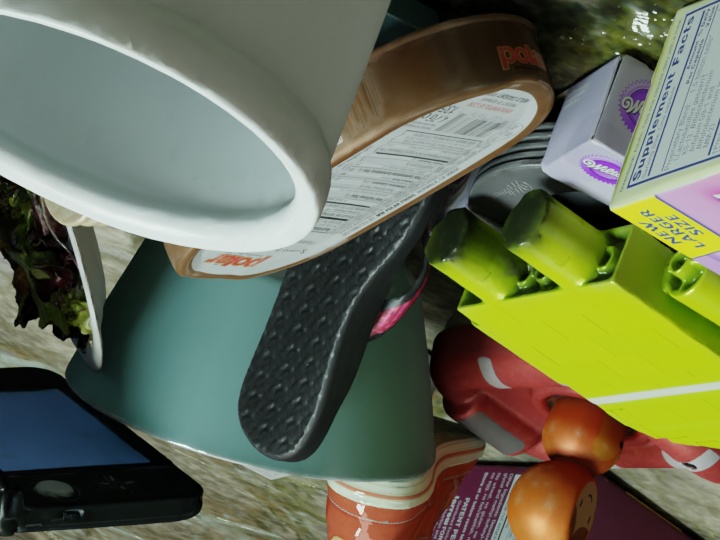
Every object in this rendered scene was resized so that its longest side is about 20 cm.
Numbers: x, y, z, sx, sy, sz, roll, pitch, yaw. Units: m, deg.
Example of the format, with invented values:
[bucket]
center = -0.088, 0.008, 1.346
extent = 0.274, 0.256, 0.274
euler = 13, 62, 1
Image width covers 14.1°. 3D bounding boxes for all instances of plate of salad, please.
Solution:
[plate of salad]
center = -0.172, -0.042, 1.445
extent = 0.048, 0.201, 0.200
euler = -20, 165, -13

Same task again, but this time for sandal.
[sandal]
center = 0.000, 0.000, 1.396
extent = 0.045, 0.201, 0.075
euler = 6, -154, -42

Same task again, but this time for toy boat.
[toy boat]
center = 0.118, 0.090, 1.536
extent = 0.130, 0.131, 0.199
euler = 35, 156, -33

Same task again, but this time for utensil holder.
[utensil holder]
center = -0.061, -0.134, 1.043
extent = 0.169, 0.201, 0.170
euler = 18, 159, 7

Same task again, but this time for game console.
[game console]
center = -0.188, 0.044, 1.465
extent = 0.175, 0.117, 0.200
euler = -1, -162, -31

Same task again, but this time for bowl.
[bowl]
center = -0.046, 0.027, 1.518
extent = 0.199, 0.106, 0.201
euler = 14, -170, -2

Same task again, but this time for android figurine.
[android figurine]
center = 0.130, 0.027, 1.353
extent = 0.199, 0.041, 0.182
euler = 32, 157, -24

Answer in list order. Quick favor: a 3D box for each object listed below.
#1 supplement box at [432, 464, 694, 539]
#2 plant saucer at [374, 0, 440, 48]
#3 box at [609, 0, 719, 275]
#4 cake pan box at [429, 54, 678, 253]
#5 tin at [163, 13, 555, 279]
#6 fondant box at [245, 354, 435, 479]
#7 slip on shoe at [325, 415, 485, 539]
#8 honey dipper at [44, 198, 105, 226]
[supplement box]
center = 0.100, 0.194, 1.858
extent = 0.199, 0.104, 0.131
euler = -1, 150, 48
[plant saucer]
center = -0.058, -0.140, 1.291
extent = 0.199, 0.019, 0.070
euler = 25, 160, -12
[box]
center = 0.230, -0.042, 1.138
extent = 0.175, 0.097, 0.200
euler = 29, 159, -22
[cake pan box]
center = 0.149, -0.017, 1.352
extent = 0.199, 0.053, 0.184
euler = 28, 157, -16
[tin]
center = -0.004, -0.051, 1.285
extent = 0.199, 0.042, 0.112
euler = -30, 158, 29
[fondant box]
center = -0.061, 0.062, 1.752
extent = 0.144, 0.059, 0.200
euler = 29, 158, -20
[slip on shoe]
center = 0.021, 0.116, 1.587
extent = 0.074, 0.062, 0.200
euler = 14, -167, 10
[honey dipper]
center = -0.065, -0.041, 1.373
extent = 0.038, 0.038, 0.199
euler = 2, -177, 41
